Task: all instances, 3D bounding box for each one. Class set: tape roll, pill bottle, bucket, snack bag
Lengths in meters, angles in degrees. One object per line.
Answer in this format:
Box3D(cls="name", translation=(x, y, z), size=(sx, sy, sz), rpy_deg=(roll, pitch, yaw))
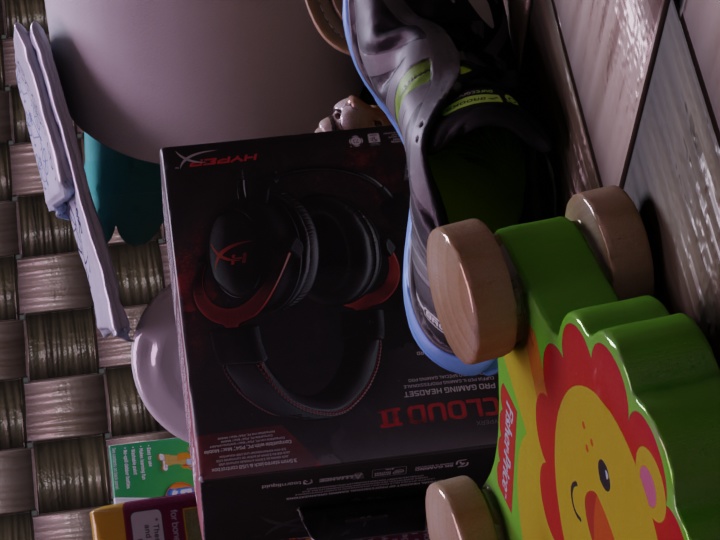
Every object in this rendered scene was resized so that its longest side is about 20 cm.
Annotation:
Box3D(cls="tape roll", translation=(-0.095, -0.179, 1.230), size=(0.139, 0.202, 0.203), rpy_deg=(90, 171, -45))
Box3D(cls="pill bottle", translation=(-0.066, 0.038, 1.295), size=(0.200, 0.111, 0.112), rpy_deg=(-39, -56, -74))
Box3D(cls="bucket", translation=(-0.099, -0.092, 1.393), size=(0.207, 0.207, 0.135), rpy_deg=(-149, 55, -82))
Box3D(cls="snack bag", translation=(-0.185, -0.049, 1.269), size=(0.189, 0.021, 0.200), rpy_deg=(170, 84, -79))

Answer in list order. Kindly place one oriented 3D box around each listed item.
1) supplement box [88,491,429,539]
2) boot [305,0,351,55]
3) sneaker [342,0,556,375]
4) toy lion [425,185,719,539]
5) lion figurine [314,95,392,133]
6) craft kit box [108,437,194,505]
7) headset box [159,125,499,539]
Box3D(cls="supplement box", translation=(-0.034, 0.174, 1.045), size=(0.103, 0.200, 0.131), rpy_deg=(121, 142, -80))
Box3D(cls="boot", translation=(-0.002, -0.165, 0.967), size=(0.155, 0.077, 0.200), rpy_deg=(104, 161, -67))
Box3D(cls="sneaker", translation=(0.043, -0.061, 0.781), size=(0.083, 0.071, 0.200), rpy_deg=(133, 131, -63))
Box3D(cls="toy lion", translation=(0.079, 0.084, 0.629), size=(0.192, 0.069, 0.200), rpy_deg=(-114, 17, -45))
Box3D(cls="lion figurine", translation=(0.008, 0.005, 1.042), size=(0.073, 0.122, 0.200), rpy_deg=(84, 161, -62))
Box3D(cls="craft kit box", translation=(-0.062, 0.179, 1.316), size=(0.200, 0.197, 0.049), rpy_deg=(-107, 15, -55))
Box3D(cls="headset box", translation=(-0.010, 0.036, 0.931), size=(0.075, 0.148, 0.200), rpy_deg=(94, 169, -58))
